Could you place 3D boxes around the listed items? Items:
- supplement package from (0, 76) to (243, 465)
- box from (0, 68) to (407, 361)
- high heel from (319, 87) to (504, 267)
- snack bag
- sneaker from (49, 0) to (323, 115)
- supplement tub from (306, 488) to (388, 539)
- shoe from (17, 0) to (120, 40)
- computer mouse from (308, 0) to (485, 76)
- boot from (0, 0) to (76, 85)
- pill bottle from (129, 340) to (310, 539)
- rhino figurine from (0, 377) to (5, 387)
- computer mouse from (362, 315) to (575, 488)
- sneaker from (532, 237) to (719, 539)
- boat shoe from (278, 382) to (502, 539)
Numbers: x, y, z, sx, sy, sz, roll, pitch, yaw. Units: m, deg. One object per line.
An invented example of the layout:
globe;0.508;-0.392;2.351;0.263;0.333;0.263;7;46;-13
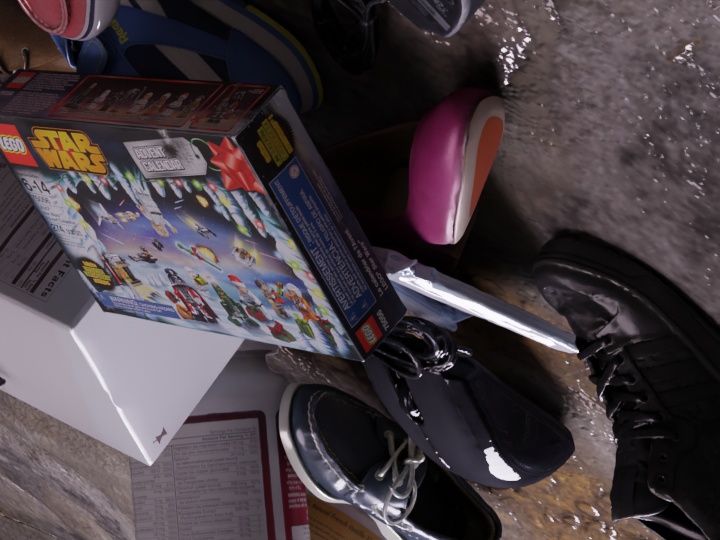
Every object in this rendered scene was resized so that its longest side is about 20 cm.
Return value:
supplement package;-0.177;-0.017;1.347;0.200;0.151;0.152;24;155;28
box;-0.084;-0.029;1.105;0.200;0.040;0.137;8;137;46
high heel;0.012;-0.051;1.103;0.096;0.068;0.200;22;161;4
snack bag;0.000;0.000;1.200;0.200;0.021;0.188;19;177;40
sneaker;-0.119;-0.115;1.152;0.200;0.082;0.074;30;160;17
supplement tub;-0.035;0.218;1.562;0.144;0.200;0.145;30;159;13
shoe;-0.178;-0.174;1.040;0.071;0.091;0.201;19;139;37
computer mouse;0.018;-0.125;1.008;0.059;0.034;0.200;47;164;-6
boot;-0.175;-0.120;1.238;0.200;0.076;0.074;34;157;0
pill bottle;-0.090;0.124;1.439;0.109;0.201;0.110;-5;174;-1
rhino figurine;-0.274;0.039;1.320;0.087;0.060;0.200;-3;139;42
computer mouse;0.043;0.076;1.297;0.138;0.053;0.200;15;165;47
sneaker;0.149;0.079;1.130;0.200;0.104;0.060;37;159;-5
boat shoe;0.021;0.130;1.458;0.062;0.075;0.200;-5;142;36
